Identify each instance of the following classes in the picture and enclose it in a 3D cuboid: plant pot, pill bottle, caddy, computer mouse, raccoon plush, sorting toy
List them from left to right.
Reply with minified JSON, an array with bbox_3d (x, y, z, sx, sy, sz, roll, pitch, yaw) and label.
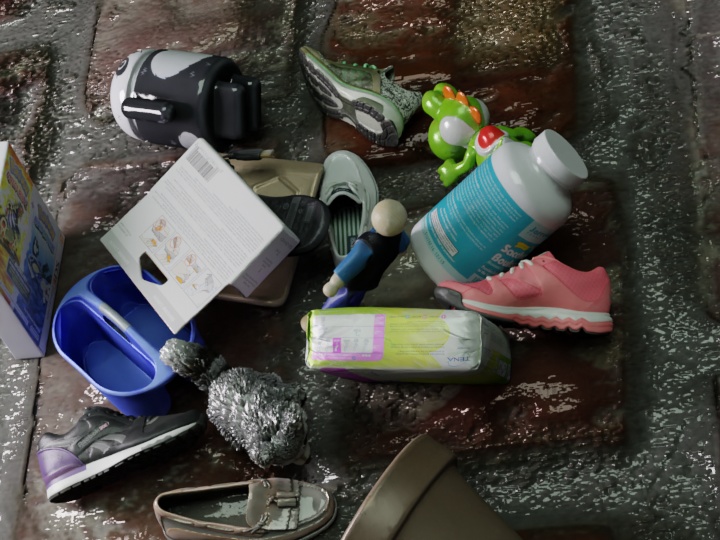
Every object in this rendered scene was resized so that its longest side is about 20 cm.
[{"bbox_3d":[-0.270,0.079,1.780,0.141,0.105,0.199,-44,55,-16],"label":"caddy"},{"bbox_3d":[-0.139,0.150,1.643,0.198,0.134,0.098,21,91,-1],"label":"raccoon plush"},{"bbox_3d":[-0.149,-0.051,1.867,0.183,0.037,0.202,7,65,22],"label":"sorting toy"},{"bbox_3d":[-0.106,-0.078,1.821,0.198,0.046,0.142,0,67,31],"label":"computer mouse"},{"bbox_3d":[0.079,0.290,1.488,0.174,0.201,0.201,32,70,15],"label":"plant pot"},{"bbox_3d":[0.157,-0.065,1.691,0.200,0.110,0.111,-43,47,26],"label":"pill bottle"}]

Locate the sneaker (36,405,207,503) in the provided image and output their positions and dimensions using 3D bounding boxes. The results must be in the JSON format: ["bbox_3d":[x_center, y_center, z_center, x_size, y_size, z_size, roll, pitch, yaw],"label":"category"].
[{"bbox_3d":[-0.273,0.183,1.715,0.198,0.076,0.088,-23,72,1],"label":"sneaker"}]

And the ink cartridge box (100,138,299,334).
[{"bbox_3d":[-0.191,-0.036,1.789,0.176,0.045,0.200,-45,51,1],"label":"ink cartridge box"}]

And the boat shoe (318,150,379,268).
[{"bbox_3d":[-0.013,-0.077,1.830,0.073,0.067,0.201,-17,53,5],"label":"boat shoe"}]

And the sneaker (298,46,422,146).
[{"bbox_3d":[0.002,-0.233,1.942,0.088,0.077,0.200,-37,58,-25],"label":"sneaker"}]

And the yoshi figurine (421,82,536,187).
[{"bbox_3d":[0.149,-0.137,1.821,0.200,0.112,0.112,48,120,22],"label":"yoshi figurine"}]

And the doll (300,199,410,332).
[{"bbox_3d":[0.000,0.000,1.687,0.048,0.201,0.136,46,41,16],"label":"doll"}]

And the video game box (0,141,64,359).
[{"bbox_3d":[-0.420,-0.022,1.842,0.046,0.201,0.184,-6,55,9],"label":"video game box"}]

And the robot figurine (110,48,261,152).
[{"bbox_3d":[-0.225,-0.221,1.961,0.198,0.150,0.126,10,73,23],"label":"robot figurine"}]

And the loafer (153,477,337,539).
[{"bbox_3d":[-0.126,0.258,1.637,0.198,0.063,0.073,-8,54,13],"label":"loafer"}]

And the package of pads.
[{"bbox_3d":[0.052,0.082,1.639,0.198,0.154,0.069,0,80,17],"label":"package of pads"}]

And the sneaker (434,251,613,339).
[{"bbox_3d":[0.180,0.020,1.666,0.198,0.074,0.088,9,81,-2],"label":"sneaker"}]
